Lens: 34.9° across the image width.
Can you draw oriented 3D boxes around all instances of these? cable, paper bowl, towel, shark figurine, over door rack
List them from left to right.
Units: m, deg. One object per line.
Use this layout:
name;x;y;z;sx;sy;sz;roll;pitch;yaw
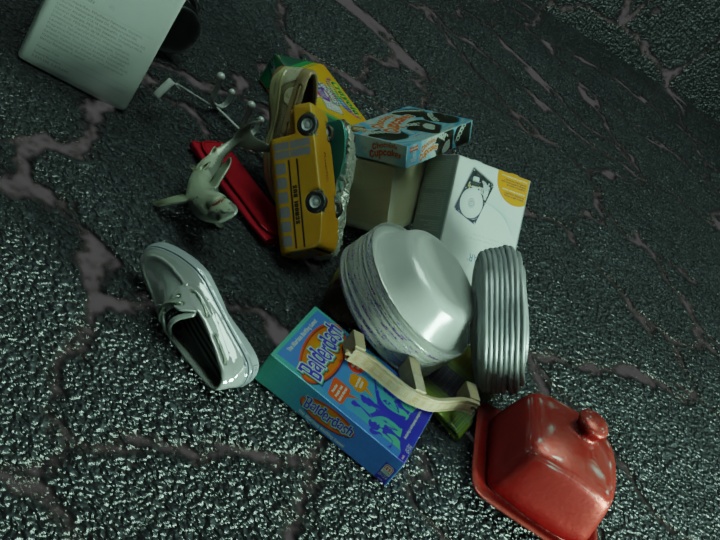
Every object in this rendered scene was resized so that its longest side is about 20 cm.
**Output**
shark figurine;-0.188;-0.107;1.517;0.215;0.127;0.090;-77;148;-51
over door rack;-0.187;-0.222;1.671;0.148;0.067;0.200;44;17;14
paper bowl;0.071;0.028;1.490;0.200;0.104;0.201;40;31;-30
towel;0.115;0.142;1.558;0.143;0.023;0.200;41;29;4
cable;0.184;0.065;1.529;0.069;0.201;0.201;0;51;3

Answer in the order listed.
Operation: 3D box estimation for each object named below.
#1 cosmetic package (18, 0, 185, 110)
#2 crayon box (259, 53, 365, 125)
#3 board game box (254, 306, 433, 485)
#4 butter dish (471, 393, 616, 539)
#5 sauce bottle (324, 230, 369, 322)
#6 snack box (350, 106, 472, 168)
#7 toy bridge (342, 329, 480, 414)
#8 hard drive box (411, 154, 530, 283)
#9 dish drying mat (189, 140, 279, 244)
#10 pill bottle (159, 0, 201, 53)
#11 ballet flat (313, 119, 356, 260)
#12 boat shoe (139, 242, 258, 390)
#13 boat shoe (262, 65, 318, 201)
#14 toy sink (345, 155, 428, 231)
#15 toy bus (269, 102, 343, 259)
cosmetic package;-0.348;-0.370;1.594;0.164;0.200;0.165;27;30;-19
crayon box;-0.070;-0.272;1.921;0.118;0.058;0.200;2;44;-47
board game box;-0.014;0.146;1.376;0.200;0.045;0.152;38;28;1
butter dish;0.253;0.234;1.443;0.199;0.148;0.200;34;27;-9
sauce bottle;0.000;0.000;1.590;0.066;0.066;0.200;34;29;-7
snack box;0.068;-0.199;1.689;0.116;0.037;0.200;16;25;28
toy bridge;0.063;0.136;1.405;0.199;0.027;0.067;25;30;-25
hard drive box;0.159;-0.059;1.719;0.155;0.201;0.077;13;-2;-37
dish drying mat;-0.163;-0.112;1.615;0.200;0.018;0.077;51;26;24
pill bottle;-0.320;-0.438;1.824;0.111;0.112;0.201;14;37;-38
ballet flat;-0.041;-0.111;1.618;0.071;0.201;0.072;10;-3;1
boat shoe;-0.191;0.048;1.284;0.200;0.074;0.067;47;27;16
boat shoe;-0.094;-0.188;1.632;0.064;0.201;0.071;11;19;29
toy sink;0.032;-0.139;1.732;0.130;0.113;0.200;15;20;25
toy bus;-0.075;-0.121;1.561;0.065;0.078;0.201;17;64;-67
